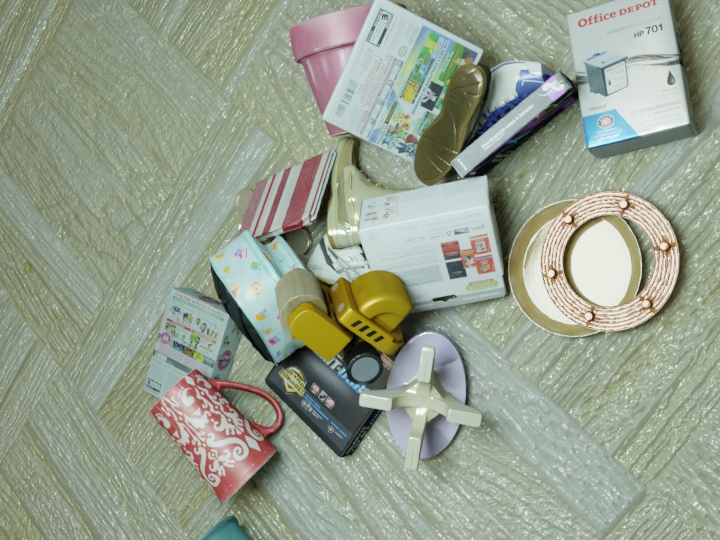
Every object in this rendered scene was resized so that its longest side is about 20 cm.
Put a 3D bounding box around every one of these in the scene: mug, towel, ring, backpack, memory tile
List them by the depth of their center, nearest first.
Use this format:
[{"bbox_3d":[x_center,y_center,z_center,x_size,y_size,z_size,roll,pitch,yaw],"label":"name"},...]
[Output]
[{"bbox_3d":[0.353,-0.015,1.213,0.198,0.019,0.204,-2,85,27],"label":"ring"},{"bbox_3d":[-0.153,0.033,1.371,0.153,0.200,0.176,-36,54,-1],"label":"backpack"},{"bbox_3d":[-0.126,-0.118,1.432,0.198,0.023,0.146,-16,48,42],"label":"towel"},{"bbox_3d":[-0.245,0.270,1.468,0.200,0.177,0.134,46,131,3],"label":"mug"},{"bbox_3d":[-0.155,-0.064,1.524,0.151,0.017,0.203,-16,79,27],"label":"memory tile"}]

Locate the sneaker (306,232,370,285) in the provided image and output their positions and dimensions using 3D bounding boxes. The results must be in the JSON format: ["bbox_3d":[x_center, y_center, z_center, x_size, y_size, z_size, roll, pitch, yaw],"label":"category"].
[{"bbox_3d":[0.000,0.000,1.402,0.198,0.075,0.089,27,94,25],"label":"sneaker"}]

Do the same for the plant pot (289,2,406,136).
[{"bbox_3d":[-0.005,-0.319,1.376,0.197,0.199,0.182,-7,99,28],"label":"plant pot"}]

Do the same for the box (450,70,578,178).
[{"bbox_3d":[0.233,-0.211,1.253,0.199,0.143,0.036,-38,83,21],"label":"box"}]

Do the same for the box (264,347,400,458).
[{"bbox_3d":[-0.039,0.172,1.426,0.200,0.049,0.200,41,106,24],"label":"box"}]

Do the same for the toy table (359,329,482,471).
[{"bbox_3d":[0.096,0.201,1.287,0.181,0.117,0.204,-3,96,11],"label":"toy table"}]

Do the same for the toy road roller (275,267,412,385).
[{"bbox_3d":[-0.015,0.054,1.245,0.146,0.199,0.123,-47,27,14],"label":"toy road roller"}]

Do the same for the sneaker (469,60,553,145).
[{"bbox_3d":[0.205,-0.254,1.316,0.197,0.080,0.117,-1,89,35],"label":"sneaker"}]

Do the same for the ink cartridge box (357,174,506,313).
[{"bbox_3d":[0.113,-0.033,1.294,0.197,0.177,0.084,-10,37,13],"label":"ink cartridge box"}]

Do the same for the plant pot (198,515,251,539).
[{"bbox_3d":[-0.207,0.555,1.414,0.195,0.200,0.202,36,103,18],"label":"plant pot"}]

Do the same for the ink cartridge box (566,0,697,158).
[{"bbox_3d":[0.386,-0.279,1.209,0.145,0.086,0.203,-11,82,27],"label":"ink cartridge box"}]

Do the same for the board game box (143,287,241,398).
[{"bbox_3d":[-0.307,0.151,1.564,0.146,0.064,0.203,21,98,27],"label":"board game box"}]

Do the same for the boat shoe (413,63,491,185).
[{"bbox_3d":[0.145,-0.216,1.270,0.073,0.064,0.201,43,128,21],"label":"boat shoe"}]

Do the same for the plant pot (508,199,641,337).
[{"bbox_3d":[0.318,-0.003,1.257,0.197,0.027,0.204,-2,86,28],"label":"plant pot"}]

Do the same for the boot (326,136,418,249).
[{"bbox_3d":[0.027,-0.133,1.399,0.153,0.073,0.203,-2,63,15],"label":"boot"}]

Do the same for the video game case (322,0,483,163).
[{"bbox_3d":[0.063,-0.283,1.288,0.180,0.022,0.202,23,110,-11],"label":"video game case"}]
